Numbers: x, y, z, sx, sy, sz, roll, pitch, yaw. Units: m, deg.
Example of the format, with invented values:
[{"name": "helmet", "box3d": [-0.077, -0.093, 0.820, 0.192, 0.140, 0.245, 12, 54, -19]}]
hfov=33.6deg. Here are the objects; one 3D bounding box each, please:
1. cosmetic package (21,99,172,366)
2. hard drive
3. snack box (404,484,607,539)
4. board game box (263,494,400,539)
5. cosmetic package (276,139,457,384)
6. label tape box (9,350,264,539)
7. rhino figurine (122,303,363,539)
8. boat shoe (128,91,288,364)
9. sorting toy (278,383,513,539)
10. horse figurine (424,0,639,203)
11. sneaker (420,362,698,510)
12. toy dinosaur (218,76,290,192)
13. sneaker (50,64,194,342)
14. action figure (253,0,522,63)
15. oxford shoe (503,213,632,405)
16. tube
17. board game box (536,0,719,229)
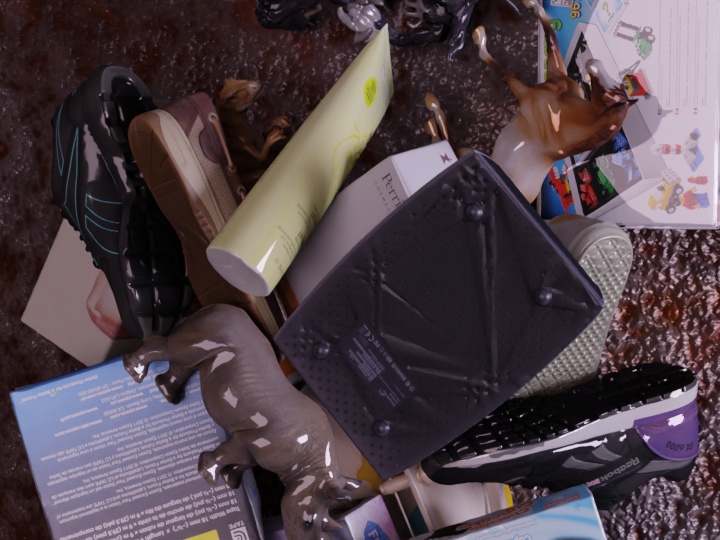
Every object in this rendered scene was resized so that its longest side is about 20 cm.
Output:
[{"name": "cosmetic package", "box3d": [-0.174, -0.029, 0.948, 0.087, 0.103, 0.201, 31, 106, 18]}, {"name": "hard drive", "box3d": [0.048, 0.030, 0.757, 0.200, 0.042, 0.135, -43, 82, 30]}, {"name": "snack box", "box3d": [0.073, 0.227, 0.782, 0.199, 0.037, 0.117, -19, 93, 4]}, {"name": "board game box", "box3d": [-0.019, 0.278, 0.890, 0.200, 0.041, 0.200, -22, 91, 48]}, {"name": "cosmetic package", "box3d": [0.000, 0.000, 0.863, 0.200, 0.071, 0.102, -33, 81, 41]}, {"name": "label tape box", "box3d": [-0.152, 0.160, 0.864, 0.143, 0.063, 0.201, -17, 87, -2]}, {"name": "rhino figurine", "box3d": [-0.066, 0.110, 0.798, 0.087, 0.060, 0.200, -39, 84, 7]}, {"name": "boat shoe", "box3d": [-0.088, -0.030, 0.839, 0.072, 0.072, 0.201, -9, 112, 55]}, {"name": "sorting toy", "box3d": [0.002, 0.156, 0.900, 0.179, 0.107, 0.201, -22, 91, 32]}, {"name": "horse figurine", "box3d": [0.101, -0.094, 0.831, 0.200, 0.050, 0.133, -50, 60, 36]}, {"name": "sneaker", "box3d": [0.142, 0.132, 0.812, 0.199, 0.076, 0.088, -12, 106, -9]}, {"name": "toy dinosaur", "box3d": [-0.091, -0.060, 0.908, 0.060, 0.106, 0.201, -125, 41, -52]}, {"name": "sneaker", "box3d": [-0.175, -0.044, 0.864, 0.079, 0.075, 0.201, -17, 80, 32]}, {"name": "action figure", "box3d": [0.015, -0.214, 0.860, 0.199, 0.102, 0.120, 5, 84, 23]}, {"name": "oxford shoe", "box3d": [0.133, 0.045, 0.848, 0.058, 0.075, 0.201, 53, 134, 48]}, {"name": "tube", "box3d": [-0.029, -0.074, 0.805, 0.052, 0.200, 0.058, 42, 154, -19]}, {"name": "board game box", "box3d": [0.188, -0.130, 0.830, 0.126, 0.035, 0.201, 2, 95, 23]}]
